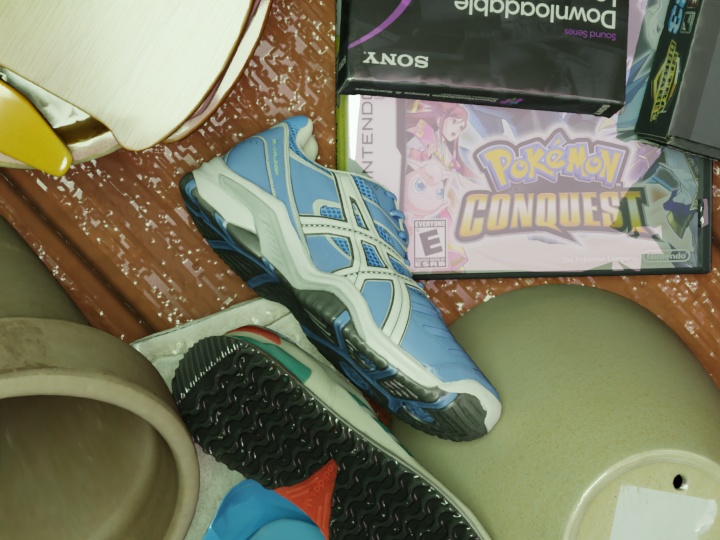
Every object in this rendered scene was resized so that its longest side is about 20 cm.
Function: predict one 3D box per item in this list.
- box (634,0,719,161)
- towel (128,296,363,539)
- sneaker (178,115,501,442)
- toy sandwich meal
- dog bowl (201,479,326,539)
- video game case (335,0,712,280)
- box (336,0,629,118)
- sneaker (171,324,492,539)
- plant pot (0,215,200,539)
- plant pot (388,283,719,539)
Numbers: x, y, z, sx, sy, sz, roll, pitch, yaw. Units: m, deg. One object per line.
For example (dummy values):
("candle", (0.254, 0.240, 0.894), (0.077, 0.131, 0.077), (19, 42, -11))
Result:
("box", (0.260, -0.139, 1.047), (0.197, 0.050, 0.202), (14, 93, -15))
("towel", (-0.045, 0.115, 1.029), (0.132, 0.034, 0.202), (-21, 101, -29))
("sneaker", (0.000, 0.000, 0.980), (0.077, 0.076, 0.200), (-40, 70, -14))
("toy sandwich meal", (-0.139, -0.132, 0.889), (0.203, 0.070, 0.208), (-1, 97, -7))
("dog bowl", (-0.048, 0.171, 0.924), (0.111, 0.200, 0.050), (40, 120, 5))
("video game case", (0.085, -0.087, 1.051), (0.198, 0.026, 0.183), (-1, 97, -8))
("box", (0.064, -0.182, 1.009), (0.141, 0.036, 0.202), (3, 84, -8))
("sneaker", (0.004, 0.096, 0.961), (0.200, 0.093, 0.070), (42, 109, 5))
("plant pot", (-0.192, 0.060, 0.937), (0.198, 0.175, 0.201), (-16, 140, -14))
("plant pot", (0.117, 0.112, 0.991), (0.185, 0.200, 0.189), (-1, 97, -8))
